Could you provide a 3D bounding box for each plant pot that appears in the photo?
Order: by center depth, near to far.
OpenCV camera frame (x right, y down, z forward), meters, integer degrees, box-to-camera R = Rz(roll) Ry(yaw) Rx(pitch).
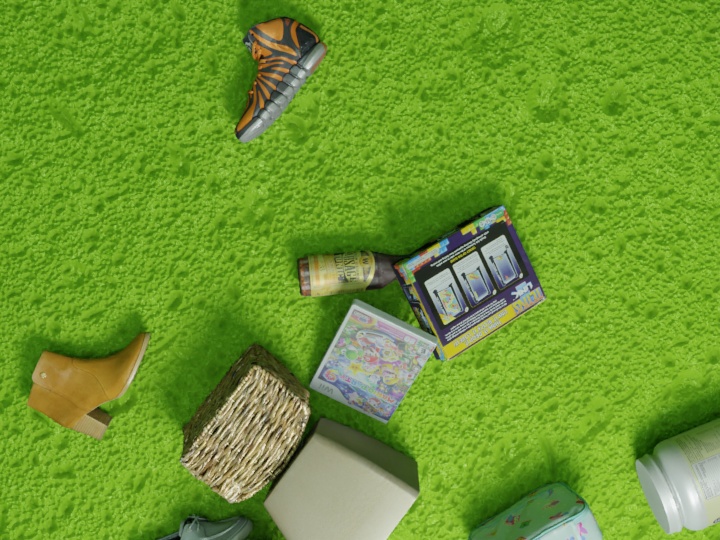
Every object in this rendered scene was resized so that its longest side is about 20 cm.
[{"bbox_3d":[-0.038,0.343,1.568,0.176,0.200,0.201,36,94,0],"label":"plant pot"}]

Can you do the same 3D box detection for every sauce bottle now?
[{"bbox_3d":[0.000,0.000,1.594,0.196,0.066,0.067,-8,96,-6],"label":"sauce bottle"}]

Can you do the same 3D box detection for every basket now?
[{"bbox_3d":[-0.170,0.238,1.579,0.142,0.149,0.201,38,92,-12],"label":"basket"}]

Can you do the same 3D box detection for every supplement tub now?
[{"bbox_3d":[0.550,0.319,1.606,0.197,0.145,0.147,-22,97,1],"label":"supplement tub"}]

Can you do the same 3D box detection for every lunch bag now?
[{"bbox_3d":[0.266,0.417,1.603,0.198,0.160,0.078,-28,102,-5],"label":"lunch bag"}]

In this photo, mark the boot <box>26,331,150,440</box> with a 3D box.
[{"bbox_3d":[-0.428,0.155,1.590,0.142,0.071,0.203,29,99,-8],"label":"boot"}]

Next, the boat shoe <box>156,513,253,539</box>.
[{"bbox_3d":[-0.270,0.432,1.626,0.198,0.070,0.072,-26,100,3],"label":"boat shoe"}]

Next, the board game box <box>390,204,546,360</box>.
[{"bbox_3d":[0.169,0.018,1.577,0.198,0.057,0.168,-29,98,-18],"label":"board game box"}]

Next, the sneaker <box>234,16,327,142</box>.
[{"bbox_3d":[-0.150,-0.299,1.558,0.112,0.078,0.201,39,83,-2],"label":"sneaker"}]

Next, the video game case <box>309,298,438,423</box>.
[{"bbox_3d":[0.017,0.144,1.577,0.141,0.018,0.201,25,130,-4],"label":"video game case"}]
